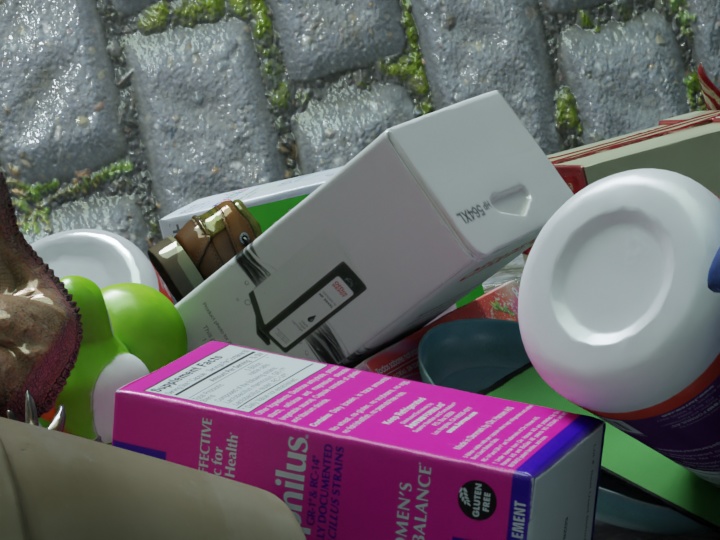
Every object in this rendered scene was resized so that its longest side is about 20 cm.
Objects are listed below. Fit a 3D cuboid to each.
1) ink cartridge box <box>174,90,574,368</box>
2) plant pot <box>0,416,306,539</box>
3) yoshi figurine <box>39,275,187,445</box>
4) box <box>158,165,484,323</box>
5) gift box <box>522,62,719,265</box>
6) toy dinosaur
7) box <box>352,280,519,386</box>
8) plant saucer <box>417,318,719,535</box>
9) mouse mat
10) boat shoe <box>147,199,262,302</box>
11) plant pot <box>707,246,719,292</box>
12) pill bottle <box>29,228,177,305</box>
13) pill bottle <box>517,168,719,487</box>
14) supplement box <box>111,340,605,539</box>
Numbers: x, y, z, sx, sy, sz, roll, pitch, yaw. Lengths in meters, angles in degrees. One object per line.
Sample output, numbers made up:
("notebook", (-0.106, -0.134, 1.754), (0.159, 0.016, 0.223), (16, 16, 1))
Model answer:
("ink cartridge box", (0.000, 0.000, 1.305), (0.200, 0.085, 0.146), (-39, -6, 29))
("plant pot", (-0.116, 0.146, 0.973), (0.173, 0.202, 0.200), (1, -1, -27))
("yoshi figurine", (-0.109, 0.090, 1.254), (0.112, 0.201, 0.112), (-17, 12, -2))
("box", (-0.012, 0.039, 1.526), (0.175, 0.201, 0.097), (-11, 7, 14))
("gift box", (0.223, -0.032, 1.691), (0.186, 0.201, 0.184), (-14, 11, -16))
("toy dinosaur", (-0.170, 0.055, 1.148), (0.135, 0.201, 0.086), (7, -30, 24))
("box", (0.036, 0.089, 1.339), (0.102, 0.095, 0.200), (-37, -6, 29))
("plant saucer", (0.119, 0.082, 1.252), (0.199, 0.028, 0.200), (18, 20, -7))
("mouse mat", (0.158, 0.080, 1.246), (0.160, 0.008, 0.200), (27, 21, 18))
("boat shoe", (-0.045, 0.053, 1.447), (0.068, 0.201, 0.072), (-34, 15, -10))
("plant pot", (0.270, 0.035, 1.037), (0.199, 0.181, 0.200), (-8, 9, 39))
("pill bottle", (-0.134, 0.077, 1.406), (0.115, 0.200, 0.116), (-12, 51, 15))
("pill bottle", (0.167, 0.037, 1.144), (0.112, 0.113, 0.200), (-9, -25, 35))
("supplement box", (-0.004, 0.106, 1.093), (0.199, 0.102, 0.103), (10, 15, 22))
